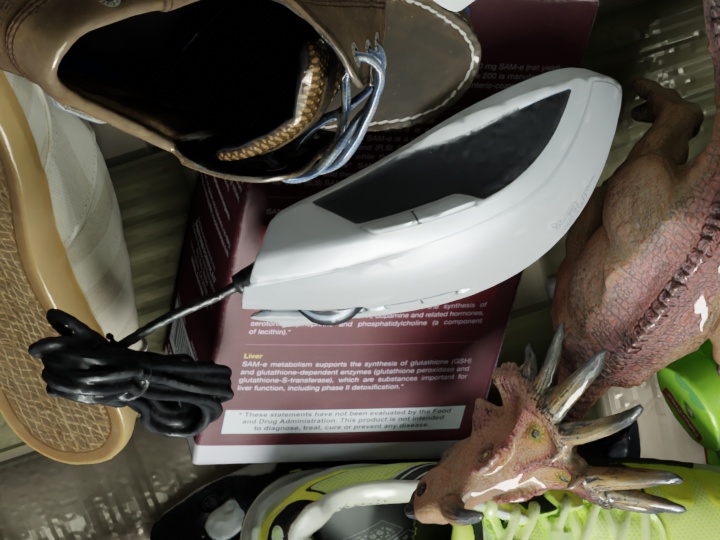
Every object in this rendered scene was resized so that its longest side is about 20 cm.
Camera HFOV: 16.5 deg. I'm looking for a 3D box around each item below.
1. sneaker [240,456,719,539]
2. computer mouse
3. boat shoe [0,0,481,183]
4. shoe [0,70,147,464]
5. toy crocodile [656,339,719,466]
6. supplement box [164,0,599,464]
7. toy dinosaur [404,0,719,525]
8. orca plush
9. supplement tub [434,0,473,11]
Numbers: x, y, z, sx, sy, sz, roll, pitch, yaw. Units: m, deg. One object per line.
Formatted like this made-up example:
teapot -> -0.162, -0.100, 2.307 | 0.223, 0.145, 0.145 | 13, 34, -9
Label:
sneaker -> 0.058, 0.104, 0.894 | 0.200, 0.076, 0.075 | -3, 86, -4
computer mouse -> 0.000, 0.000, 0.787 | 0.200, 0.044, 0.110 | -28, 161, 4
boat shoe -> -0.032, -0.059, 0.704 | 0.200, 0.072, 0.072 | 2, 128, -44
shoe -> -0.119, -0.023, 0.836 | 0.070, 0.053, 0.200 | 2, 131, 24
toy crocodile -> 0.153, 0.055, 0.971 | 0.068, 0.062, 0.200 | -33, 137, -12
supplement box -> 0.002, -0.026, 0.856 | 0.109, 0.061, 0.200 | 0, 129, -18
toy dinosaur -> 0.097, 0.005, 0.820 | 0.086, 0.136, 0.200 | 28, 125, 10
orca plush -> 0.023, 0.113, 0.968 | 0.200, 0.071, 0.105 | 5, 127, -20
supplement tub -> 0.070, -0.181, 0.696 | 0.200, 0.145, 0.145 | -37, 129, 13
